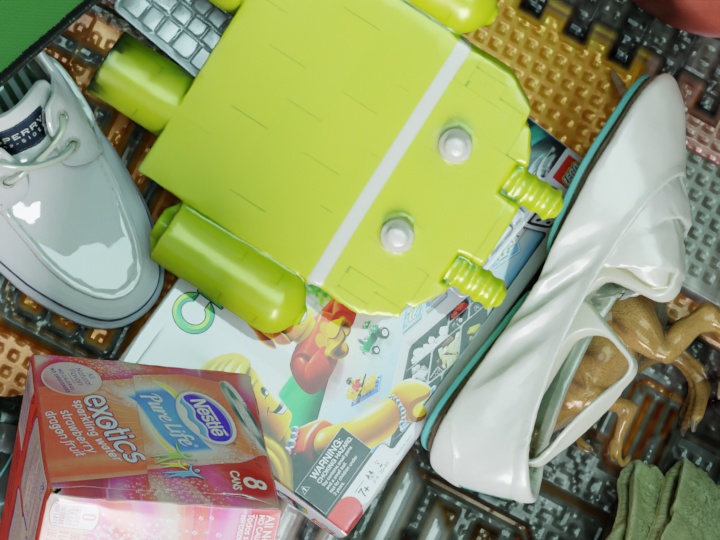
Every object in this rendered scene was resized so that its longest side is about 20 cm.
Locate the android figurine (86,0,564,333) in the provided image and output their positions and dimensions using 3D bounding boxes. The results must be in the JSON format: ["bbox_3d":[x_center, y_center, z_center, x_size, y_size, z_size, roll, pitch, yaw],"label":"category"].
[{"bbox_3d":[-0.010,-0.060,1.219,0.199,0.041,0.183,34,99,-3],"label":"android figurine"}]

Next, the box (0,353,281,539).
[{"bbox_3d":[-0.100,0.146,1.165,0.094,0.103,0.201,6,118,-14],"label":"box"}]

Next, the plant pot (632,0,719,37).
[{"bbox_3d":[0.191,-0.185,1.249,0.199,0.195,0.202,1,87,-14],"label":"plant pot"}]

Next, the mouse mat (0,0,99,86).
[{"bbox_3d":[-0.186,-0.173,1.201,0.200,0.008,0.161,41,60,8],"label":"mouse mat"}]

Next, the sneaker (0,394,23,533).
[{"bbox_3d":[-0.157,0.091,1.224,0.199,0.075,0.080,18,103,-11],"label":"sneaker"}]

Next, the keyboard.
[{"bbox_3d":[-0.014,-0.072,1.253,0.200,0.011,0.056,40,80,1],"label":"keyboard"}]

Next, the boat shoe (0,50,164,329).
[{"bbox_3d":[-0.152,-0.059,1.223,0.073,0.067,0.200,-40,97,-12],"label":"boat shoe"}]

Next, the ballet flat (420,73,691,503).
[{"bbox_3d":[0.102,0.013,1.248,0.069,0.069,0.201,31,91,-11],"label":"ballet flat"}]

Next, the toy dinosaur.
[{"bbox_3d":[0.123,0.019,1.294,0.106,0.060,0.201,28,81,-10],"label":"toy dinosaur"}]

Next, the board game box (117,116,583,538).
[{"bbox_3d":[0.000,0.000,1.270,0.126,0.035,0.200,37,79,-3],"label":"board game box"}]

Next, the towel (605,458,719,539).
[{"bbox_3d":[0.181,0.182,1.274,0.200,0.149,0.036,41,124,-10],"label":"towel"}]
